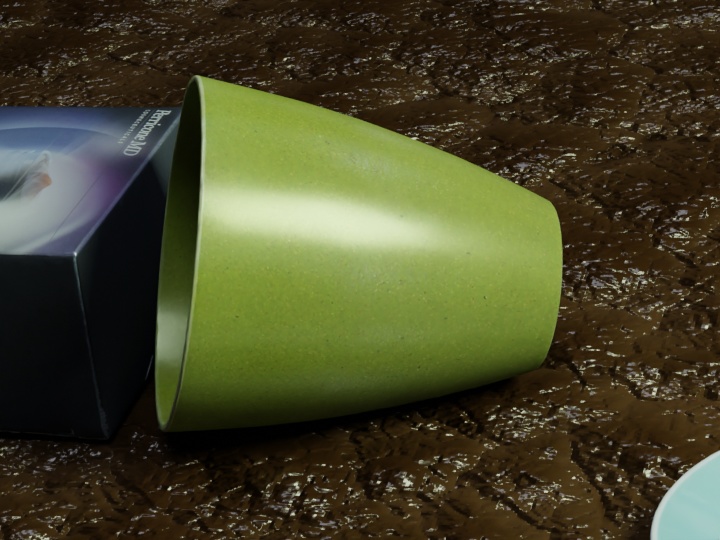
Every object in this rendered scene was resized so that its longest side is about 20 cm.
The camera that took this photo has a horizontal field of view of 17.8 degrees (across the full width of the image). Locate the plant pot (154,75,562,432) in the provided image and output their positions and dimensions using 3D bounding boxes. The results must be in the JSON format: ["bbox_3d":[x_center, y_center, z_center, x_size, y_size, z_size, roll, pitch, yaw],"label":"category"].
[{"bbox_3d":[0.000,0.000,1.225,0.199,0.188,0.187,5,24,-11],"label":"plant pot"}]

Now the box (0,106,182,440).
[{"bbox_3d":[-0.210,-0.007,1.319,0.197,0.124,0.200,2,28,14],"label":"box"}]

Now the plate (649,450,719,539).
[{"bbox_3d":[0.233,0.129,1.051,0.199,0.026,0.200,-5,25,3],"label":"plate"}]
